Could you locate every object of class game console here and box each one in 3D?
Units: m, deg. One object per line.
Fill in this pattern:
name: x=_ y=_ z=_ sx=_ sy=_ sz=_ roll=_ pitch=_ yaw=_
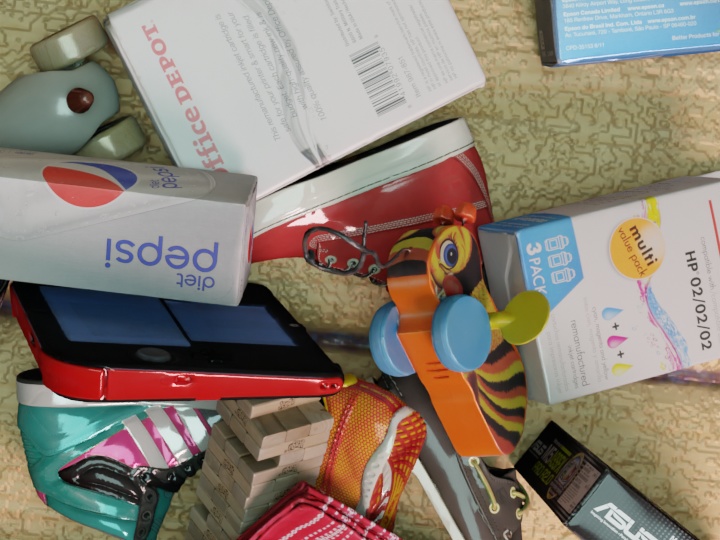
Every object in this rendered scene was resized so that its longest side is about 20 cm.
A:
game console: x=-0.118 y=0.037 z=1.308 sx=0.177 sy=0.200 sz=0.031 roll=-1 pitch=106 yaw=-16

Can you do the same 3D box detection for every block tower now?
block tower: x=-0.071 y=0.152 z=1.353 sx=0.058 sy=0.054 sz=0.200 roll=-12 pitch=132 yaw=-33

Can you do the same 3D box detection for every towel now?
towel: x=-0.024 y=0.219 z=1.368 sx=0.145 sy=0.022 sz=0.200 roll=-42 pitch=132 yaw=15

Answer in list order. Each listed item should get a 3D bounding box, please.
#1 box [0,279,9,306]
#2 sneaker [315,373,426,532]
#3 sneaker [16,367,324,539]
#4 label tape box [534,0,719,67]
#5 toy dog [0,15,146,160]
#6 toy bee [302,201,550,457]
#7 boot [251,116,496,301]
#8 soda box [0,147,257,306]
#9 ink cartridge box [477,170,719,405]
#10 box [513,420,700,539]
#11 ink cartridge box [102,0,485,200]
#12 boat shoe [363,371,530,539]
box: x=-0.341 y=0.035 z=1.355 sx=0.200 sy=0.046 sz=0.159 roll=21 pitch=112 yaw=-6
sneaker: x=-0.018 y=0.150 z=1.390 sx=0.077 sy=0.073 sz=0.200 roll=34 pitch=121 yaw=21
sneaker: x=-0.124 y=0.127 z=1.387 sx=0.200 sy=0.084 sz=0.121 roll=2 pitch=98 yaw=-8
label tape box: x=0.183 y=-0.238 z=1.390 sx=0.143 sy=0.066 sz=0.200 roll=-6 pitch=93 yaw=-5
toy dog: x=-0.228 y=-0.080 z=1.351 sx=0.132 sy=0.096 sz=0.200 roll=44 pitch=90 yaw=-7
toy bee: x=0.058 y=0.016 z=1.318 sx=0.131 sy=0.200 sz=0.109 roll=12 pitch=51 yaw=25
boot: x=0.000 y=0.000 z=1.394 sx=0.200 sy=0.072 sz=0.144 roll=-20 pitch=98 yaw=-6
soda box: x=-0.165 y=-0.029 z=1.294 sx=0.200 sy=0.063 sz=0.068 roll=7 pitch=109 yaw=2
ink cartridge box: x=0.188 y=0.006 z=1.387 sx=0.200 sy=0.068 sz=0.115 roll=-14 pitch=97 yaw=-18
box: x=0.185 y=0.173 z=1.358 sx=0.160 sy=0.200 sz=0.044 roll=38 pitch=91 yaw=-6
ink cartridge box: x=-0.045 y=-0.139 z=1.362 sx=0.200 sy=0.084 sz=0.145 roll=-27 pitch=99 yaw=-7
boat shoe: x=0.075 y=0.145 z=1.410 sx=0.061 sy=0.072 sz=0.201 roll=-33 pitch=94 yaw=3
